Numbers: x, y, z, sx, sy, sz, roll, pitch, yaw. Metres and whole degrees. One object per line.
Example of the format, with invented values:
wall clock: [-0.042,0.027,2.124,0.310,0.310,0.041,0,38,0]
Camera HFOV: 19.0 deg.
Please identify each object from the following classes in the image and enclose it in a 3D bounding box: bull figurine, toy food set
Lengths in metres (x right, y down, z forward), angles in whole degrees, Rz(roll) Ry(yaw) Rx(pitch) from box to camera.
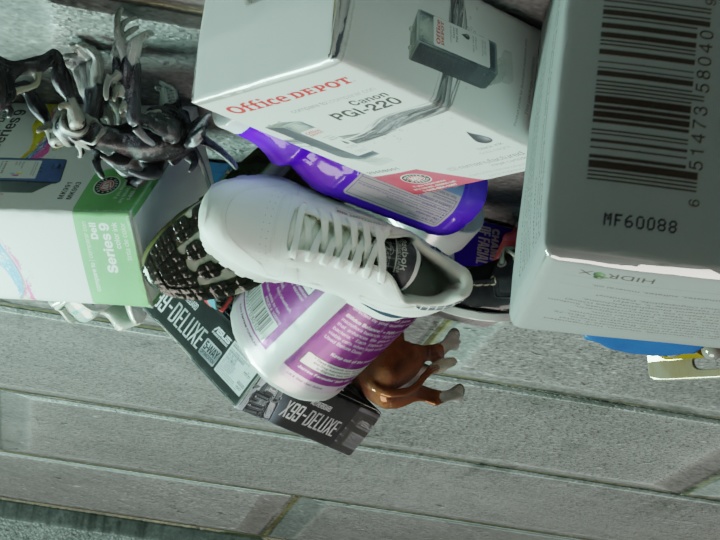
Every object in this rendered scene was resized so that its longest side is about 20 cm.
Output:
bull figurine: [0.006,0.051,1.835,0.121,0.200,0.065,-2,127,-32]
toy food set: [0.275,0.064,1.924,0.143,0.061,0.200,-5,160,37]

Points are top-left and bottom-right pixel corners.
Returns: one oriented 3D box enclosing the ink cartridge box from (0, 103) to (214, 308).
ink cartridge box: [-0.224,-0.050,1.564,0.199,0.145,0.088,2,125,19]

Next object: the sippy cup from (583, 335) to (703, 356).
sippy cup: [0.212,-0.010,1.562,0.177,0.131,0.140,5,165,5]

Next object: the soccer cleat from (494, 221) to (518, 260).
soccer cleat: [0.205,0.011,1.719,0.199,0.077,0.067,10,-176,0]

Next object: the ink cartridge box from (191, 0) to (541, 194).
ink cartridge box: [0.016,-0.123,1.344,0.200,0.085,0.145,22,158,-38]

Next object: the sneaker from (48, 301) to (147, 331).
sneaker: [-0.243,-0.002,1.800,0.070,0.081,0.200,-12,160,39]

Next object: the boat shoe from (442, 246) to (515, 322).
boat shoe: [0.136,0.009,1.656,0.199,0.061,0.074,9,-162,11]

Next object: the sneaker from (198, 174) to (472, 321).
sneaker: [-0.016,-0.018,1.468,0.199,0.077,0.080,17,173,-31]

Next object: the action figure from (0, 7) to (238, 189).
action figure: [-0.173,-0.117,1.424,0.199,0.102,0.119,15,158,-32]

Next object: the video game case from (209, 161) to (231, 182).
video game case: [-0.175,-0.058,1.778,0.142,0.018,0.200,7,164,0]

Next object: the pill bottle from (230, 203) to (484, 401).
pill bottle: [0.000,0.000,1.621,0.112,0.113,0.200,19,130,-36]

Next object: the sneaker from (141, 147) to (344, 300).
sneaker: [-0.079,-0.045,1.530,0.089,0.200,0.077,9,130,57]

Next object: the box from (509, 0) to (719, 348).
box: [0.198,-0.068,1.237,0.199,0.200,0.171,7,165,-1]

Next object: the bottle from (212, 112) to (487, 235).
bottle: [-0.006,-0.088,1.471,0.199,0.084,0.065,20,137,-30]

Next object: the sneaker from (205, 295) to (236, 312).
sneaker: [-0.131,-0.018,1.687,0.095,0.080,0.200,23,175,0]

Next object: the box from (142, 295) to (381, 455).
box: [-0.094,0.063,1.794,0.158,0.050,0.200,28,-169,-49]

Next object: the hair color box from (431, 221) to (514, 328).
hair color box: [0.039,-0.010,1.769,0.199,0.065,0.109,11,164,-19]
